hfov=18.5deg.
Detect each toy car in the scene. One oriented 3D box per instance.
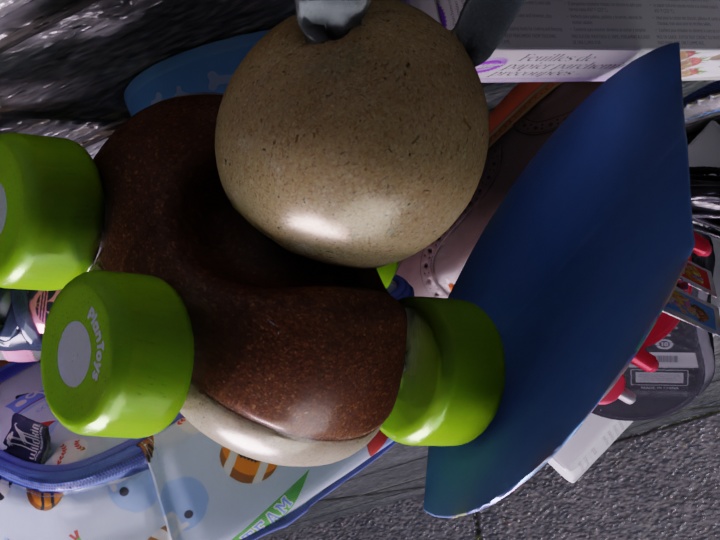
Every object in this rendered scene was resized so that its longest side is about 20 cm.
[{"bbox_3d":[-0.015,-0.050,0.754,0.164,0.158,0.200,5,124,-37],"label":"toy car"}]

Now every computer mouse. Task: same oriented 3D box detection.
[{"bbox_3d":[0.142,0.004,1.114,0.138,0.053,0.200,2,144,3],"label":"computer mouse"}]

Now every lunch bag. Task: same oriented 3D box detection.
[{"bbox_3d":[-0.080,0.057,0.914,0.200,0.076,0.160,-25,-157,-29],"label":"lunch bag"}]

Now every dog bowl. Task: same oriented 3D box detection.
[{"bbox_3d":[-0.041,-0.048,0.946,0.111,0.050,0.200,-11,169,-7],"label":"dog bowl"}]

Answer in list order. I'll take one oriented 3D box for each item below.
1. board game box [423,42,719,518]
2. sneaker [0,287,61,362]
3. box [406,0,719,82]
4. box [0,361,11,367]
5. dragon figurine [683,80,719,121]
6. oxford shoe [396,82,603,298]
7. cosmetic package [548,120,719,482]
[{"bbox_3d":[0.086,0.012,0.827,0.039,0.200,0.158,30,123,-16],"label":"board game box"},{"bbox_3d":[-0.138,0.002,0.826,0.200,0.070,0.082,-5,-163,-36],"label":"sneaker"},{"bbox_3d":[0.107,-0.100,0.886,0.200,0.042,0.039,-6,168,-40],"label":"box"},{"bbox_3d":[-0.195,0.055,1.124,0.097,0.125,0.200,-17,170,19],"label":"box"},{"bbox_3d":[0.211,-0.092,1.004,0.199,0.059,0.099,-12,170,-10],"label":"dragon figurine"},{"bbox_3d":[0.053,-0.008,0.988,0.071,0.073,0.200,33,103,-27],"label":"oxford shoe"},{"bbox_3d":[0.158,0.021,1.247,0.200,0.081,0.113,-47,169,-3],"label":"cosmetic package"}]
